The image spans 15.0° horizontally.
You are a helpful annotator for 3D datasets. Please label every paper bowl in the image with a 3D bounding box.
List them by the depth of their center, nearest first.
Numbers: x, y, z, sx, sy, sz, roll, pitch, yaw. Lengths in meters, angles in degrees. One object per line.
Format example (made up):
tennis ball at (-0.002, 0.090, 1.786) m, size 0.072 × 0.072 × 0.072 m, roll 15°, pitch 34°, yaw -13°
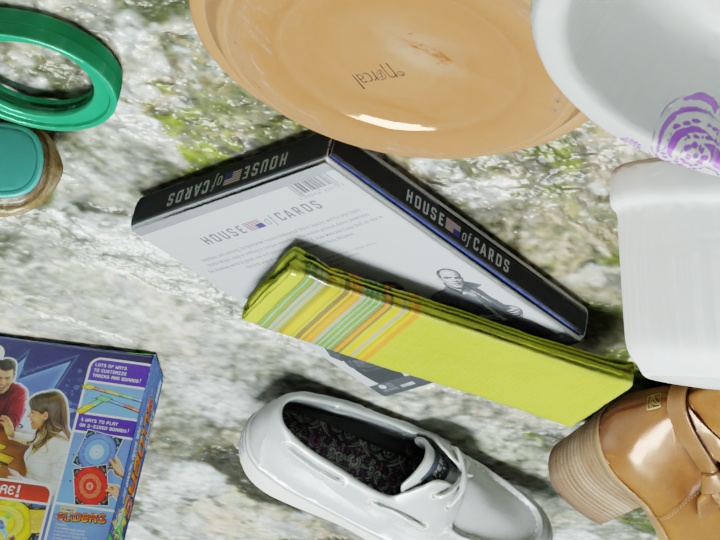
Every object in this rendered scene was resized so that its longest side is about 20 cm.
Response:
paper bowl at (0.171, -0.124, 1.065) m, size 0.199 × 0.105 × 0.201 m, roll 9°, pitch 151°, yaw 5°

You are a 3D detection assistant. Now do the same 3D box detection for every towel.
towel at (0.040, 0.037, 1.446) m, size 0.199 × 0.018 × 0.086 m, roll 19°, pitch 156°, yaw -15°

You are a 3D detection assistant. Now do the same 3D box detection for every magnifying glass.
magnifying glass at (-0.209, -0.116, 1.313) m, size 0.199 × 0.023 × 0.080 m, roll 19°, pitch 150°, yaw -16°

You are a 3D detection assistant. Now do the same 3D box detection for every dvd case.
dvd case at (0.000, 0.000, 1.433) m, size 0.150 × 0.025 × 0.200 m, roll -17°, pitch 140°, yaw 41°

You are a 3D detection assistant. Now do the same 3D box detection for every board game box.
board game box at (-0.226, 0.102, 1.584) m, size 0.198 × 0.136 × 0.035 m, roll 7°, pitch 151°, yaw 10°

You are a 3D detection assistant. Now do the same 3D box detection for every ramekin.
ramekin at (0.209, 0.010, 1.225) m, size 0.201 × 0.095 × 0.202 m, roll 6°, pitch 176°, yaw 0°

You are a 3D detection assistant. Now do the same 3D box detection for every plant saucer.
plant saucer at (0.019, -0.106, 1.231) m, size 0.199 × 0.033 × 0.201 m, roll 10°, pitch 151°, yaw 5°

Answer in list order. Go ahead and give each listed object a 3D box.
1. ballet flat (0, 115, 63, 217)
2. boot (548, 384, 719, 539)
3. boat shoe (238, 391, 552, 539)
ballet flat at (-0.248, -0.060, 1.393) m, size 0.198 × 0.068 × 0.072 m, roll 6°, pitch 170°, yaw 3°
boot at (0.222, 0.117, 1.523) m, size 0.199 × 0.077 × 0.155 m, roll 34°, pitch 141°, yaw -22°
boat shoe at (0.029, 0.121, 1.602) m, size 0.199 × 0.072 × 0.069 m, roll 28°, pitch 149°, yaw -9°
